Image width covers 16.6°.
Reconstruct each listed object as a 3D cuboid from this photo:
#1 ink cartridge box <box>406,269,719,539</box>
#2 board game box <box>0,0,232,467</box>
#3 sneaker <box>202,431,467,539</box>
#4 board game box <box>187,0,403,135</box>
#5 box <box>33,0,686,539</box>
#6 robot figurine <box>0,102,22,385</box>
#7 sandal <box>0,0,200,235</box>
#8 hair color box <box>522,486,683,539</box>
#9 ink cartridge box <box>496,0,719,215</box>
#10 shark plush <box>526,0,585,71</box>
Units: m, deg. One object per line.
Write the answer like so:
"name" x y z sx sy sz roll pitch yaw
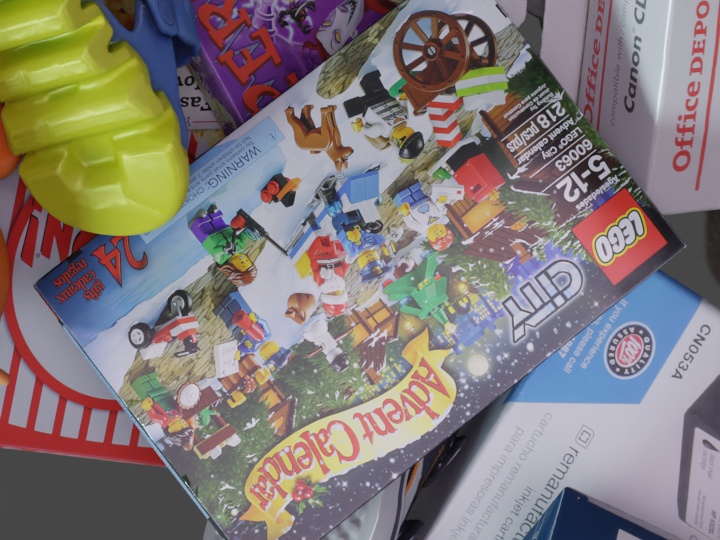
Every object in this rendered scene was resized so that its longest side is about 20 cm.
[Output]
"ink cartridge box" 0.137 0.097 1.003 0.199 0.084 0.146 32 90 -8
"board game box" -0.095 -0.028 0.959 0.151 0.046 0.201 9 93 -32
"sneaker" -0.001 0.071 0.969 0.078 0.079 0.201 12 80 30
"board game box" -0.032 -0.137 0.936 0.120 0.032 0.201 -37 115 -17
"box" 0.000 0.000 0.908 0.200 0.038 0.137 -38 86 -7
"robot figurine" -0.193 -0.031 0.838 0.116 0.144 0.201 -19 105 16
"sandal" -0.109 -0.113 0.853 0.079 0.087 0.201 -6 125 19
"hair color box" 0.074 0.175 0.948 0.100 0.200 0.061 27 47 -5
"ink cartridge box" 0.151 -0.089 0.960 0.199 0.068 0.117 -8 117 -22
"shark plush" 0.085 -0.152 0.984 0.090 0.083 0.201 -20 104 30
